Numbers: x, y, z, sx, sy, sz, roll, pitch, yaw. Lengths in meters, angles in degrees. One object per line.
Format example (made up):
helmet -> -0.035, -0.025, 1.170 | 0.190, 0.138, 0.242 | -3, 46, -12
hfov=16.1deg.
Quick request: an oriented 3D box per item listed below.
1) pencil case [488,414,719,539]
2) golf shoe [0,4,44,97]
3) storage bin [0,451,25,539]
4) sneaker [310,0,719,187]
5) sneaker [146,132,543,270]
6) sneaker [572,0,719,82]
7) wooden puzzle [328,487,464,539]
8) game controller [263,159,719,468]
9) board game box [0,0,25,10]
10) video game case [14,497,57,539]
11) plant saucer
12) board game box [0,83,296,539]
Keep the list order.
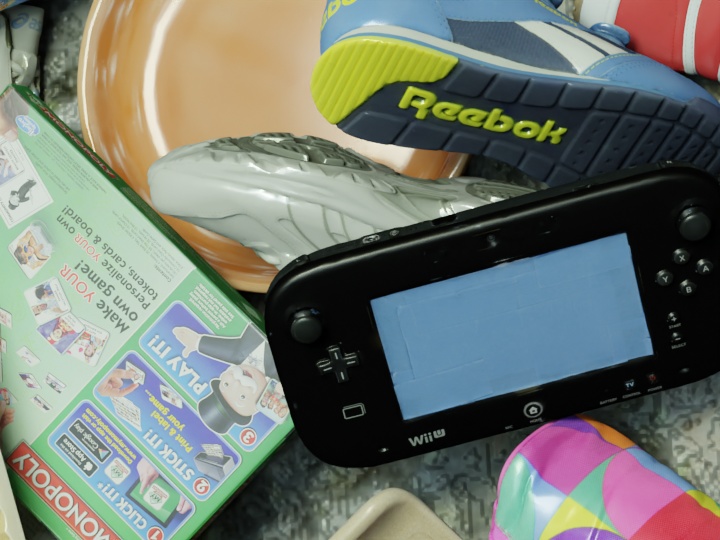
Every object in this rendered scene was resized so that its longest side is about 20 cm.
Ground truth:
pencil case -> 0.140, 0.141, 1.054 | 0.200, 0.088, 0.088 | 36, 97, 35
golf shoe -> -0.182, -0.083, 1.209 | 0.097, 0.078, 0.200 | -38, 77, 5
storage bin -> -0.253, 0.112, 1.119 | 0.200, 0.094, 0.199 | -18, 86, 41
sneaker -> 0.074, -0.088, 1.094 | 0.074, 0.200, 0.082 | -53, 29, 40
sneaker -> 0.000, 0.000, 1.103 | 0.200, 0.078, 0.100 | 14, 103, 1
sneaker -> 0.182, -0.173, 1.099 | 0.112, 0.071, 0.200 | 27, 100, 21
wooden puzzle -> 0.019, 0.213, 1.105 | 0.200, 0.046, 0.185 | 42, 99, -13
game controller -> 0.063, 0.020, 1.062 | 0.200, 0.042, 0.105 | -15, 112, 2
board game box -> -0.218, -0.177, 1.176 | 0.151, 0.200, 0.037 | 50, 140, 15
video game case -> -0.221, 0.092, 1.210 | 0.200, 0.022, 0.182 | 40, 97, 22
plant saucer -> -0.034, -0.088, 1.179 | 0.200, 0.037, 0.201 | -2, 85, 18
board game box -> -0.128, 0.033, 1.141 | 0.200, 0.029, 0.135 | 45, 99, 5
